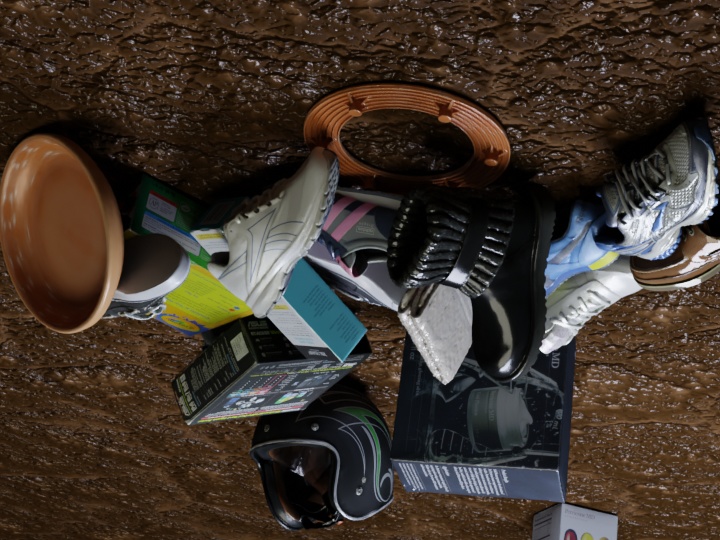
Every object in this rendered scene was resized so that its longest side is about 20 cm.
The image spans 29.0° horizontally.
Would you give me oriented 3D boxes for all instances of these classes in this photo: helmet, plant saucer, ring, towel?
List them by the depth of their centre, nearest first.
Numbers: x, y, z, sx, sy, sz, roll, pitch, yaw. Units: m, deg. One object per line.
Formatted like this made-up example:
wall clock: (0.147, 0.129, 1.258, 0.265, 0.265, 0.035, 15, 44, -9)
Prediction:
ring: (0.043, -0.114, 1.311, 0.197, 0.019, 0.201, 6, 156, 3)
plant saucer: (-0.298, -0.039, 1.404, 0.037, 0.203, 0.199, -13, 176, -45)
towel: (0.094, 0.028, 1.461, 0.034, 0.133, 0.200, 23, 162, 24)
helmet: (-0.051, 0.247, 1.909, 0.198, 0.193, 0.200, -18, 180, 0)

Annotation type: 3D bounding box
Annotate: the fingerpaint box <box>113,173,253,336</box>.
fingerpaint box: (-0.213, -0.013, 1.540, 0.199, 0.074, 0.166, 29, 148, -33)

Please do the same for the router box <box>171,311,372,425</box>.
router box: (-0.104, 0.115, 1.664, 0.199, 0.063, 0.150, -1, 148, -47)

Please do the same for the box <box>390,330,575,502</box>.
box: (0.148, 0.154, 1.632, 0.194, 0.202, 0.124, 2, 154, 12)

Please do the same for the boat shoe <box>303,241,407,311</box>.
boat shoe: (0.000, 0.000, 1.504, 0.198, 0.073, 0.068, 23, 155, -17)

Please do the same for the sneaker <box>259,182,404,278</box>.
sneaker: (-0.022, -0.038, 1.392, 0.198, 0.083, 0.070, 9, 167, 28)

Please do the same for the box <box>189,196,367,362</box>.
box: (-0.086, 0.011, 1.471, 0.200, 0.049, 0.082, 48, 158, -21)

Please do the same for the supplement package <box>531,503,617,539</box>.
supplement package: (0.351, 0.505, 2.318, 0.112, 0.203, 0.110, 14, 156, -16)

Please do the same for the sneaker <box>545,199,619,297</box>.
sneaker: (0.187, -0.022, 1.420, 0.078, 0.067, 0.200, 29, 149, -17)

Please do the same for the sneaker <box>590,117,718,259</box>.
sneaker: (0.260, -0.066, 1.251, 0.084, 0.078, 0.201, -2, 151, -9)

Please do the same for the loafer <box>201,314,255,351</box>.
loafer: (-0.162, 0.074, 1.716, 0.069, 0.069, 0.201, 2, 160, -9)

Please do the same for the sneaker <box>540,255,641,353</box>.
sneaker: (0.231, 0.037, 1.480, 0.074, 0.101, 0.199, 28, 147, -33)

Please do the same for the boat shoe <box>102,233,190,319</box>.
boat shoe: (-0.231, 0.017, 1.436, 0.198, 0.074, 0.068, -16, 139, 41)

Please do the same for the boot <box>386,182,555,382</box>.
boot: (0.099, 0.015, 1.336, 0.156, 0.214, 0.079, -8, -160, -34)

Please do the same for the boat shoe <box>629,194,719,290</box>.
boat shoe: (0.335, -0.042, 1.327, 0.199, 0.073, 0.068, -24, 137, 34)

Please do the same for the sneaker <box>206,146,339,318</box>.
sneaker: (-0.085, -0.042, 1.345, 0.086, 0.075, 0.201, 30, 121, -6)
